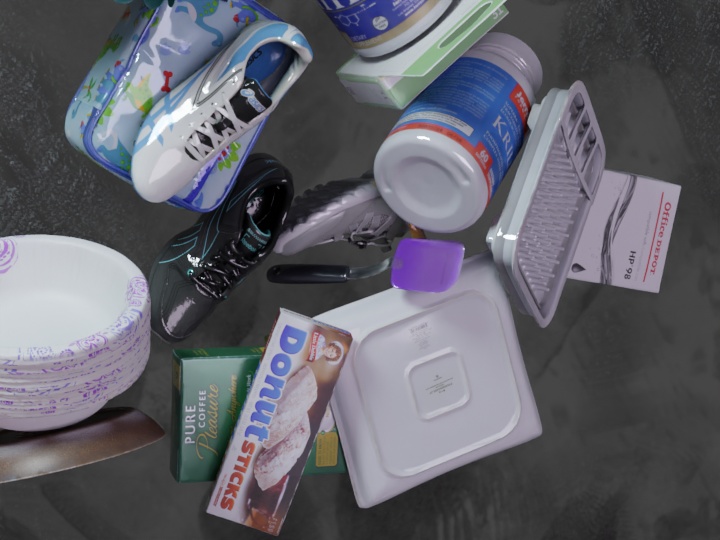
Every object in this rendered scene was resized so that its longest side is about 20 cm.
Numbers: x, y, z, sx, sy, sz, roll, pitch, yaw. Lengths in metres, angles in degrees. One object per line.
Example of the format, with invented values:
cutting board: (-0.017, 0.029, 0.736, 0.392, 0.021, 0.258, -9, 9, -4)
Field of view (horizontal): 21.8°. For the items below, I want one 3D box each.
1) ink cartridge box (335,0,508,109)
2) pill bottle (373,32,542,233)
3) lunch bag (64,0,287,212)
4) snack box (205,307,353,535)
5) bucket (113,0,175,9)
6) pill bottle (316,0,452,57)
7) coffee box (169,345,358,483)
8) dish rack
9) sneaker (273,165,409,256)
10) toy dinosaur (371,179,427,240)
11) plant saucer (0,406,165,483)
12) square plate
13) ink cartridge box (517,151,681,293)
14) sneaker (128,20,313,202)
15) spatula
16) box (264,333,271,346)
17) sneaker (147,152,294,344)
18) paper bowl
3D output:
ink cartridge box: (0.075, -0.209, 1.708, 0.145, 0.200, 0.048, -43, 113, -13)
pill bottle: (0.099, -0.136, 1.740, 0.112, 0.112, 0.200, 56, 43, -24)
lunch bag: (-0.155, -0.163, 1.674, 0.160, 0.082, 0.201, 32, 87, -31)
snack box: (-0.074, 0.138, 1.700, 0.072, 0.024, 0.201, 19, 101, -8)
bucket: (-0.222, -0.314, 1.545, 0.206, 0.207, 0.135, 20, 86, -28)
pill bottle: (-0.012, -0.304, 1.691, 0.120, 0.120, 0.200, -45, 115, -11)
coffee box: (-0.078, 0.131, 1.745, 0.199, 0.044, 0.124, -3, 104, -18)
dish rack: (0.171, -0.063, 1.747, 0.172, 0.043, 0.201, 57, 50, -61)
sneaker: (0.007, -0.049, 1.777, 0.199, 0.075, 0.082, -23, 108, -21)
toy dinosaur: (0.061, 0.016, 1.764, 0.106, 0.060, 0.201, -5, 108, -31)
plant saucer: (-0.269, 0.150, 1.619, 0.199, 0.200, 0.032, -12, 93, -24)
square plate: (0.067, 0.105, 1.751, 0.199, 0.028, 0.199, -21, 110, -16)
ink cartridge box: (0.251, -0.046, 1.904, 0.199, 0.067, 0.116, 9, 96, -27)
sneaker: (-0.122, -0.138, 1.609, 0.200, 0.072, 0.072, -48, 121, -7)
spatula: (0.000, 0.000, 1.738, 0.021, 0.199, 0.057, 50, 44, -48)
box: (0.013, 0.093, 1.826, 0.199, 0.048, 0.123, -17, 108, -22)
sneaker: (-0.128, -0.020, 1.717, 0.075, 0.079, 0.201, 33, 87, -28)
paper bowl: (-0.279, 0.060, 1.591, 0.200, 0.201, 0.105, -11, 125, -24)
